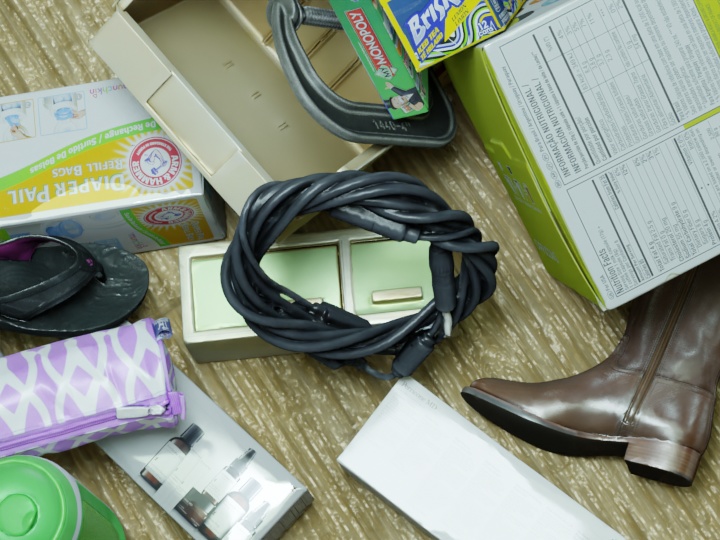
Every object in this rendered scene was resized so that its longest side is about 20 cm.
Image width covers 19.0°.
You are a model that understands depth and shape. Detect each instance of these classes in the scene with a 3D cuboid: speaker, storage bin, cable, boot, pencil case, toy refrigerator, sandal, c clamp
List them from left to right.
[{"bbox_3d":[-0.246,0.006,1.538,0.199,0.048,0.076,1,60,-17],"label":"sandal"},{"bbox_3d":[-0.219,0.097,1.496,0.199,0.084,0.086,-16,44,-6],"label":"pencil case"},{"bbox_3d":[-0.217,0.183,1.490,0.088,0.200,0.089,-1,74,5],"label":"speaker"},{"bbox_3d":[-0.065,-0.143,1.545,0.200,0.199,0.094,49,122,1],"label":"storage bin"},{"bbox_3d":[-0.031,0.015,1.588,0.199,0.070,0.076,-5,74,3],"label":"toy refrigerator"},{"bbox_3d":[-0.002,-0.156,1.530,0.027,0.200,0.171,-36,75,32],"label":"c clamp"},{"bbox_3d":[0.000,0.000,1.471,0.163,0.200,0.051,-34,39,26],"label":"cable"},{"bbox_3d":[0.189,0.039,1.568,0.186,0.064,0.201,18,74,10],"label":"boot"}]

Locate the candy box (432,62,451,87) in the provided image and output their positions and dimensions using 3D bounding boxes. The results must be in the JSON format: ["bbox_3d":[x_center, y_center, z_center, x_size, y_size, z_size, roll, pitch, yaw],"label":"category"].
[{"bbox_3d":[0.025,-0.246,1.663,0.200,0.056,0.117,42,82,16],"label":"candy box"}]

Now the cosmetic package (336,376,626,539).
[{"bbox_3d":[0.087,0.167,1.544,0.200,0.051,0.083,37,83,13],"label":"cosmetic package"}]

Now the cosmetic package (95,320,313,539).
[{"bbox_3d":[-0.134,0.125,1.569,0.200,0.051,0.083,41,80,15],"label":"cosmetic package"}]

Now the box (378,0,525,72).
[{"bbox_3d":[0.071,-0.199,1.490,0.070,0.200,0.064,-25,101,19],"label":"box"}]

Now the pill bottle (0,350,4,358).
[{"bbox_3d":[-0.345,0.025,1.591,0.114,0.114,0.200,-34,74,-5],"label":"pill bottle"}]

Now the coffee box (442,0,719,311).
[{"bbox_3d":[0.191,-0.113,1.505,0.197,0.200,0.201,-27,100,-3],"label":"coffee box"}]

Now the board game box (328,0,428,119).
[{"bbox_3d":[0.012,-0.224,1.498,0.029,0.135,0.201,-12,50,16],"label":"board game box"}]

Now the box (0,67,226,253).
[{"bbox_3d":[-0.209,-0.071,1.606,0.199,0.113,0.102,-9,72,2],"label":"box"}]
